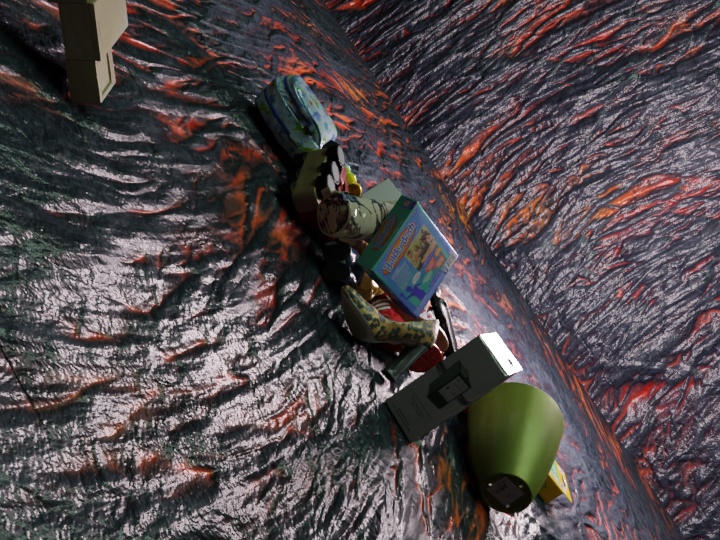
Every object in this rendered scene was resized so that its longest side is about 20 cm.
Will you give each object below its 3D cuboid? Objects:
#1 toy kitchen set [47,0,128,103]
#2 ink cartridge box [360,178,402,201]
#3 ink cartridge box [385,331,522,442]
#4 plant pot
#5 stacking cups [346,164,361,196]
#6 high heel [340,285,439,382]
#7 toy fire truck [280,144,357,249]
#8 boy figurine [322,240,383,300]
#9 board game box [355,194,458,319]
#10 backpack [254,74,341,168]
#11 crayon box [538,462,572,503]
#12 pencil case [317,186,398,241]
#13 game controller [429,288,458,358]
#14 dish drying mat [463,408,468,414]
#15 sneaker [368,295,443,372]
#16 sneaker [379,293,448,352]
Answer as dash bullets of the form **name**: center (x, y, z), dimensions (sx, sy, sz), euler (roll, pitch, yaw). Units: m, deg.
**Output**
- **toy kitchen set**: center (-0.409, -0.342, 1.083), dimensions (0.164, 0.178, 0.202), euler (-91, -178, -59)
- **ink cartridge box**: center (0.079, -0.069, 1.779), dimensions (0.200, 0.083, 0.145), euler (51, -21, 18)
- **ink cartridge box**: center (0.160, 0.192, 1.412), dimensions (0.084, 0.199, 0.146), euler (56, 15, 13)
- **plant pot**: center (0.275, 0.341, 1.545), dimensions (0.188, 0.186, 0.200), euler (50, 30, -14)
- **stacking cups**: center (-0.057, -0.237, 1.958), dimensions (0.060, 0.060, 0.201), euler (39, 17, -43)
- **high heel**: center (0.052, 0.074, 1.448), dimensions (0.071, 0.142, 0.201), euler (3, -50, 56)
- **toy fire truck**: center (-0.050, -0.120, 1.623), dimensions (0.177, 0.127, 0.201), euler (-77, 152, -54)
- **boy figurine**: center (0.000, 0.000, 1.571), dimensions (0.200, 0.064, 0.126), euler (25, 63, -64)
- **board game box**: center (0.091, -0.022, 1.561), dimensions (0.045, 0.153, 0.200), euler (27, -13, 40)
- **backpack**: center (-0.131, -0.306, 1.745), dimensions (0.200, 0.154, 0.163), euler (42, 22, 3)
- **crayon box**: center (0.391, 0.429, 1.887), dimensions (0.200, 0.051, 0.126), euler (51, 16, -12)
- **pencil case**: center (0.011, -0.099, 1.530), dimensions (0.199, 0.077, 0.091), euler (4, 79, -49)
- **game controller**: center (0.172, 0.109, 1.814), dimensions (0.201, 0.042, 0.105), euler (71, -3, -46)
- **dish drying mat**: center (0.208, 0.264, 1.750), dimensions (0.200, 0.018, 0.077), euler (38, 24, -47)
- **sneaker**: center (0.080, 0.110, 1.585), dimensions (0.200, 0.078, 0.116), euler (40, 22, -45)
- **sneaker**: center (0.107, 0.085, 1.723), dimensions (0.200, 0.071, 0.113), euler (42, 23, -32)
